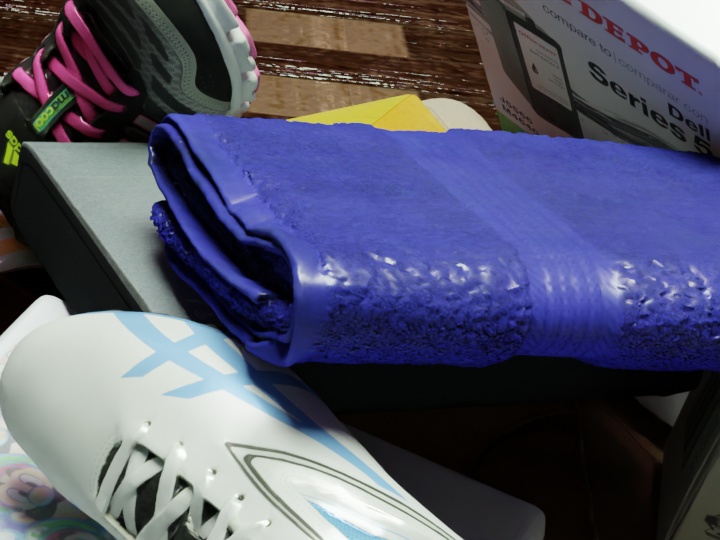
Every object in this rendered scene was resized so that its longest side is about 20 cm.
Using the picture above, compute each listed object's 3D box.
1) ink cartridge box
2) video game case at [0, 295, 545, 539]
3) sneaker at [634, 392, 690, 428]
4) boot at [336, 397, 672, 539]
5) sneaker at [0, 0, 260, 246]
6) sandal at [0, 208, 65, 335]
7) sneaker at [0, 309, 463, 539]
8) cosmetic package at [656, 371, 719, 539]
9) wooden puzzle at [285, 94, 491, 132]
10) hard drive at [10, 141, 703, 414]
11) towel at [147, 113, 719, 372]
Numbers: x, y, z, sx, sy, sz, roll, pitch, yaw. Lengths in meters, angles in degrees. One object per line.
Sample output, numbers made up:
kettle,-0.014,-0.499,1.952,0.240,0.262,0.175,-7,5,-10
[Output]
ink cartridge box,0.116,-0.081,0.837,0.084,0.200,0.145,-44,59,-12
video game case,-0.068,0.100,0.654,0.182,0.024,0.200,23,43,16
sneaker,0.180,0.042,0.830,0.200,0.082,0.074,28,16,1
boot,0.043,0.084,0.767,0.175,0.066,0.200,7,24,-2
sneaker,-0.096,-0.060,0.822,0.087,0.200,0.074,-32,80,-20
sandal,-0.171,-0.009,0.917,0.079,0.059,0.207,-14,32,-41
sneaker,-0.028,0.073,0.614,0.200,0.072,0.072,34,21,25
cosmetic package,0.202,0.087,0.743,0.200,0.073,0.104,25,22,1
wooden puzzle,-0.019,-0.028,0.930,0.200,0.037,0.185,-8,25,-12
hard drive,0.000,0.000,0.770,0.200,0.033,0.140,-1,30,-30
towel,0.046,-0.001,0.689,0.200,0.050,0.148,2,21,-22
